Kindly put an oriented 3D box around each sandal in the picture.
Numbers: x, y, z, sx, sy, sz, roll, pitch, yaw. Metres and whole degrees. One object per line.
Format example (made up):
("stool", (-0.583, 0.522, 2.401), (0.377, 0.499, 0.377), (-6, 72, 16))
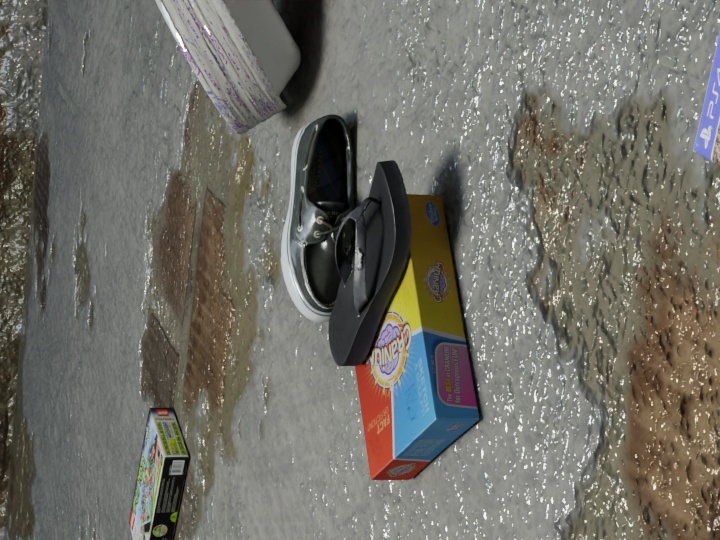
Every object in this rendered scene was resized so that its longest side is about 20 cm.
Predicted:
("sandal", (0.000, 0.001, 1.322), (0.076, 0.042, 0.202), (-116, 35, -50))

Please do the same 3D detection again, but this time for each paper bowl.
("paper bowl", (-0.135, -0.254, 1.644), (0.202, 0.104, 0.201), (59, -177, -5))

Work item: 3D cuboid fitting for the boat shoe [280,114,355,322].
("boat shoe", (-0.037, -0.053, 1.502), (0.057, 0.068, 0.203), (147, 124, -64))

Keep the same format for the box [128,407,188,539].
("box", (-0.275, 0.300, 2.122), (0.110, 0.034, 0.202), (-120, 38, -54))

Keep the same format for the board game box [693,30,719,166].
("board game box", (0.259, -0.100, 0.711), (0.200, 0.096, 0.161), (-135, 51, -61))

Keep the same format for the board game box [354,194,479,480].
("board game box", (0.039, 0.059, 1.333), (0.153, 0.040, 0.202), (128, 139, -57))
